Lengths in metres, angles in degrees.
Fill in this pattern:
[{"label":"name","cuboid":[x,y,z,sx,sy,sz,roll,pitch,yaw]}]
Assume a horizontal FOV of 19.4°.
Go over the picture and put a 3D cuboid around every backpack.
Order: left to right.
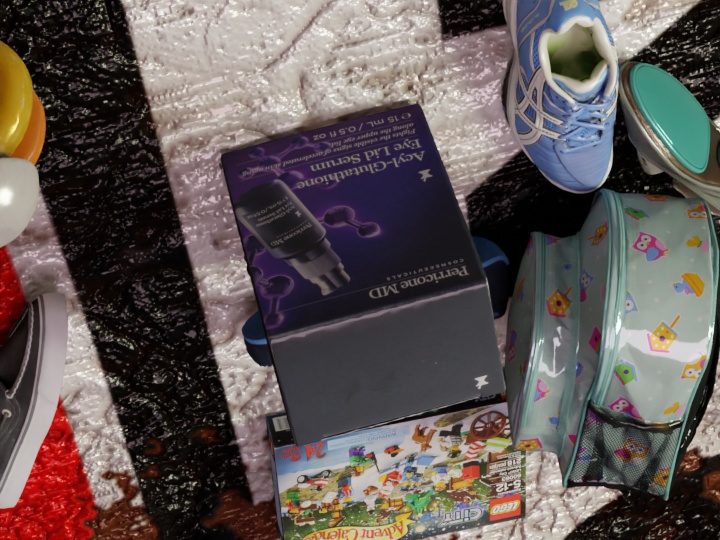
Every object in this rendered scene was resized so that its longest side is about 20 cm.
[{"label":"backpack","cuboid":[0.182,0.041,1.504,0.153,0.176,0.200,13,135,-7]}]

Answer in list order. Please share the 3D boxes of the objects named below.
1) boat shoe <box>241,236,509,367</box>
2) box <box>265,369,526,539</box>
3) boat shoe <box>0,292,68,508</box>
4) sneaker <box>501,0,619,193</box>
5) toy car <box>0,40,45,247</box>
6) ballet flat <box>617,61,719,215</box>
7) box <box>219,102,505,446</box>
[{"label":"boat shoe","cuboid":[0.017,0.040,1.520,0.200,0.084,0.069,-15,120,-1]},{"label":"box","cuboid":[0.031,0.155,1.652,0.200,0.038,0.137,-11,131,-8]},{"label":"boat shoe","cuboid":[-0.254,0.096,1.500,0.057,0.069,0.200,7,128,-21]},{"label":"sneaker","cuboid":[0.137,-0.123,1.425,0.076,0.077,0.200,-20,133,-2]},{"label":"toy car","cuboid":[-0.291,-0.075,1.306,0.200,0.175,0.150,-20,168,0]},{"label":"ballet flat","cuboid":[0.235,-0.079,1.504,0.200,0.067,0.064,30,144,-32]},{"label":"box","cuboid":[0.000,0.000,1.404,0.148,0.200,0.104,-16,132,-4]}]
